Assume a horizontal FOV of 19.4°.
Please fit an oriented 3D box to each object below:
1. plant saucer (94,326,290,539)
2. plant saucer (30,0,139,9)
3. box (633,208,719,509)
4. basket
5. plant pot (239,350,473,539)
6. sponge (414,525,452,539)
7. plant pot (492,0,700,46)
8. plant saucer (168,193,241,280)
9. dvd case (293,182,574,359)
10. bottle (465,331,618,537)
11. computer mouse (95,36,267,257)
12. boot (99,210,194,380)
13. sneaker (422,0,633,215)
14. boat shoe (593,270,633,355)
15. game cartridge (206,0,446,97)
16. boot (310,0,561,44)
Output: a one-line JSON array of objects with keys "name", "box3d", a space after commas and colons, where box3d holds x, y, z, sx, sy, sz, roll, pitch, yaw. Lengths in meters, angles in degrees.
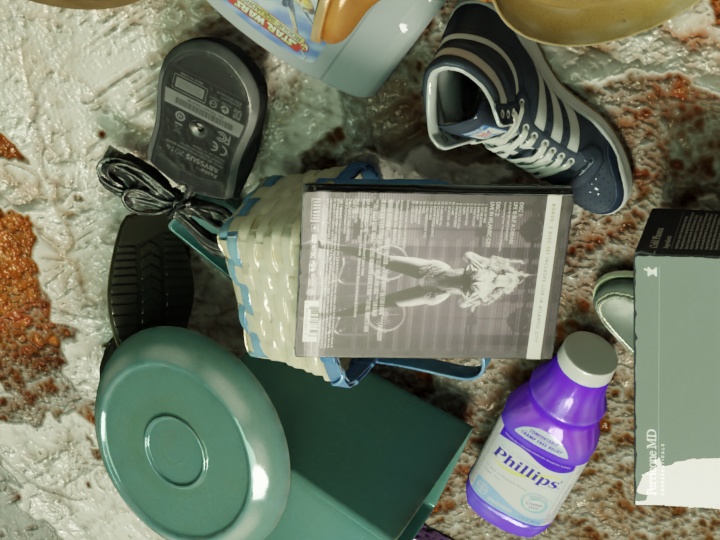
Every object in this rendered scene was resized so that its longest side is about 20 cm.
[{"name": "plant saucer", "box3d": [-0.146, 0.145, 1.727, 0.199, 0.027, 0.202, 13, 114, 30]}, {"name": "plant saucer", "box3d": [-0.222, -0.245, 1.527, 0.198, 0.030, 0.200, 7, 156, 3]}, {"name": "box", "box3d": [0.292, 0.066, 1.524, 0.180, 0.104, 0.202, 3, 110, 14]}, {"name": "basket", "box3d": [0.000, 0.000, 1.635, 0.198, 0.139, 0.178, 10, 128, 28]}, {"name": "plant pot", "box3d": [-0.036, 0.160, 1.774, 0.199, 0.142, 0.142, 32, 143, 8]}, {"name": "sponge", "box3d": [-0.003, 0.251, 1.911, 0.199, 0.030, 0.112, 28, 133, 3]}, {"name": "plant pot", "box3d": [0.174, -0.225, 1.382, 0.198, 0.028, 0.201, -15, 148, -10]}, {"name": "plant saucer", "box3d": [-0.066, 0.004, 1.756, 0.200, 0.019, 0.070, 39, 133, -8]}, {"name": "dvd case", "box3d": [0.052, 0.002, 1.558, 0.198, 0.016, 0.150, 1, 124, -5]}, {"name": "bottle", "box3d": [0.152, 0.132, 1.717, 0.083, 0.065, 0.201, 28, 133, 4]}, {"name": "computer mouse", "box3d": [-0.126, -0.114, 1.668, 0.138, 0.053, 0.201, 31, 134, 6]}, {"name": "boot", "box3d": [-0.200, 0.046, 1.822, 0.138, 0.077, 0.202, -168, 74, -64]}, {"name": "sneaker", "box3d": [0.117, -0.097, 1.523, 0.070, 0.109, 0.200, -25, 112, 38]}, {"name": "boat shoe", "box3d": [0.260, 0.075, 1.622, 0.199, 0.062, 0.073, 36, 135, -3]}, {"name": "game cartridge", "box3d": [-0.045, -0.220, 1.558, 0.199, 0.042, 0.133, 36, 129, -4]}, {"name": "boot", "box3d": [0.065, -0.210, 1.463, 0.154, 0.074, 0.201, 30, 118, -7]}]
